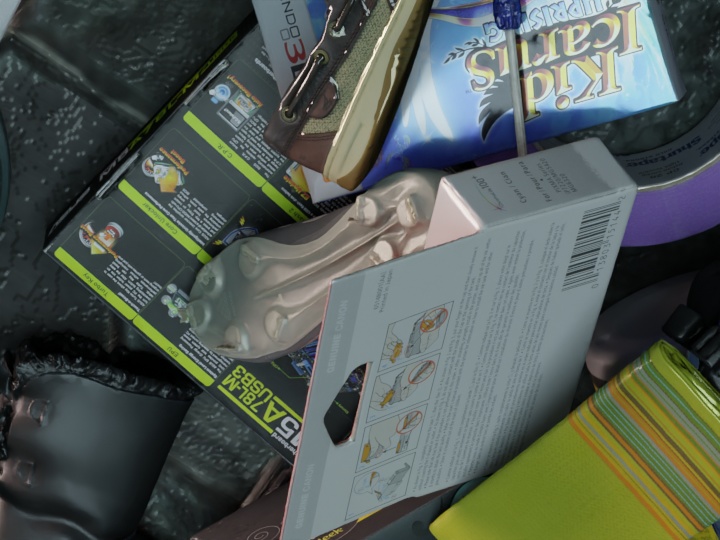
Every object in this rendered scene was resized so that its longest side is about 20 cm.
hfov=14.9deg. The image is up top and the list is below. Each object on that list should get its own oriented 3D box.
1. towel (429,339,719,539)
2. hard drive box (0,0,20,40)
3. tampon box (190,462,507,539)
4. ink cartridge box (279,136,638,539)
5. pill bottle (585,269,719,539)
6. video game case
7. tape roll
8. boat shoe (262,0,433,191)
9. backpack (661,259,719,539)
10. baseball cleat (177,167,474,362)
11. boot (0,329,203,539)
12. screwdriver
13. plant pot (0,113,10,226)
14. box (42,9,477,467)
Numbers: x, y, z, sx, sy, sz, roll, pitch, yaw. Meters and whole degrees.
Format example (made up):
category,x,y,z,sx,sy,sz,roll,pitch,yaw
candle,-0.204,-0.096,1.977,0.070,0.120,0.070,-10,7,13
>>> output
category,x,y,z,sx,sy,sz,roll,pitch,yaw
towel,0.119,0.113,1.372,0.086,0.018,0.200,49,133,2
hard drive box,-0.261,-0.182,1.378,0.200,0.156,0.077,25,105,-12
tampon box,0.025,0.210,1.514,0.150,0.126,0.200,-29,109,-20
ink cartridge box,0.037,0.037,1.367,0.176,0.045,0.200,-16,141,-27
pill bottle,0.205,0.109,1.524,0.111,0.111,0.200,-21,107,3
video game case,0.045,-0.147,1.402,0.200,0.045,0.182,-15,98,13
tape roll,0.144,-0.117,1.471,0.200,0.066,0.200,-1,109,-2
boat shoe,0.004,-0.140,1.351,0.066,0.072,0.201,19,107,2
backpack,0.251,0.084,1.392,0.200,0.154,0.191,-4,102,1
baseball cleat,0.000,0.000,1.435,0.200,0.106,0.070,-21,78,43
boot,-0.128,0.130,1.537,0.198,0.073,0.163,16,101,-10
screwdriver,0.076,-0.104,1.367,0.028,0.029,0.200,-4,100,11
plant pot,-0.287,-0.036,1.436,0.200,0.134,0.201,-1,109,-4
box,-0.037,-0.020,1.502,0.200,0.048,0.193,41,103,-14
